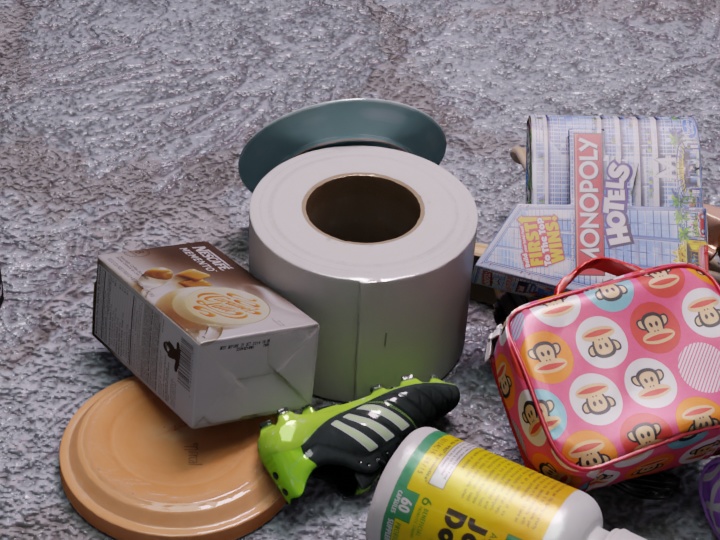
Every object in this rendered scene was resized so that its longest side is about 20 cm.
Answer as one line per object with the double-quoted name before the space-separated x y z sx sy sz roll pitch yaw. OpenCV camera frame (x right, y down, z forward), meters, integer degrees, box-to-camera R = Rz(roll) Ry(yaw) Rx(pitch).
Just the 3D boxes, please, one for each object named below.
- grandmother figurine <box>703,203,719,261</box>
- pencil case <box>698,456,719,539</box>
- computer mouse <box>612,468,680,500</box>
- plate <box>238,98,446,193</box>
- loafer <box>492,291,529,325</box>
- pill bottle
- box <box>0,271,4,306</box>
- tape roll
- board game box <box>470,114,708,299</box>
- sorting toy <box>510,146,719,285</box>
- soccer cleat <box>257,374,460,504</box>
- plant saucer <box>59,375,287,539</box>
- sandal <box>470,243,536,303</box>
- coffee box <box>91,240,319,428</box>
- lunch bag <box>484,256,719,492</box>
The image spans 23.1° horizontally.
"grandmother figurine" 0.257 -0.072 1.626 0.199 0.121 0.061 26 76 13
"pencil case" 0.373 0.165 1.423 0.199 0.086 0.084 -16 69 -19
"computer mouse" 0.248 0.123 1.500 0.138 0.053 0.200 19 48 33
"plate" -0.016 -0.098 1.657 0.199 0.200 0.026 -3 63 -8
"loafer" 0.142 0.074 1.524 0.063 0.072 0.200 -36 26 4
"pill bottle" 0.114 0.205 1.333 0.199 0.113 0.113 22 42 22
"box" -0.434 0.056 1.537 0.199 0.048 0.194 7 41 3
"tape roll" 0.000 0.000 1.564 0.202 0.140 0.203 2 37 -2
"board game box" 0.196 -0.044 1.522 0.199 0.062 0.201 1 74 -1
"sorting toy" 0.245 -0.044 1.671 0.184 0.037 0.200 15 24 -23
"soccer cleat" 0.005 0.141 1.454 0.199 0.068 0.081 -13 72 -34
"plant saucer" -0.149 0.147 1.453 0.199 0.032 0.201 2 39 -1
"sandal" 0.184 0.005 1.622 0.211 0.078 0.070 17 42 25
"coffee box" -0.135 0.050 1.490 0.114 0.080 0.200 -7 24 -31
"lunch bag" 0.206 0.073 1.399 0.199 0.082 0.177 -12 67 -17
